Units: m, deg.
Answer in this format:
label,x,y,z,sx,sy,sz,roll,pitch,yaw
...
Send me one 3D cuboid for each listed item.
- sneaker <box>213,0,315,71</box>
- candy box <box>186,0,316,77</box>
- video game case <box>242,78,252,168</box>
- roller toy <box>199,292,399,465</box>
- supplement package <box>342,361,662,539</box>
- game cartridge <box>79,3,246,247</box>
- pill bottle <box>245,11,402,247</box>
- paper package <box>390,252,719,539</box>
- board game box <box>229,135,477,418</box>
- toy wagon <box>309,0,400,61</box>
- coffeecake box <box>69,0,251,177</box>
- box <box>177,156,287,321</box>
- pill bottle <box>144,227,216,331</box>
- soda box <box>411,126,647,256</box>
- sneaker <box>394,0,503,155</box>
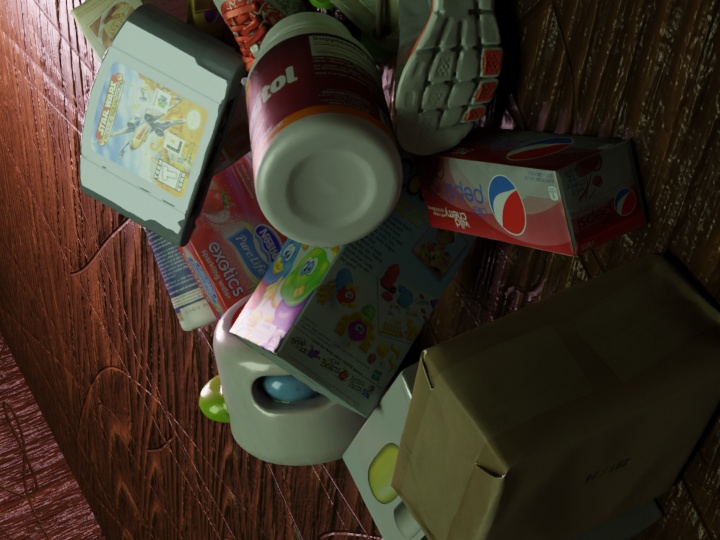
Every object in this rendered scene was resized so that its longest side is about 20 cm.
label,x,y,z,sx,sy,sz,roll,pitch,yaw
sneaker,-0.077,-0.192,1.239,0.201,0.067,0.109,43,-136,-50
candy box,-0.098,-0.267,1.290,0.201,0.115,0.057,98,162,-49
video game case,-0.109,-0.143,1.554,0.200,0.023,0.184,46,148,46
roller toy,-0.049,0.089,1.412,0.181,0.199,0.141,19,126,48
supplement package,0.107,0.175,1.176,0.193,0.146,0.200,61,155,17
game cartridge,-0.190,-0.134,1.323,0.132,0.042,0.202,26,119,7
pill bottle,-0.033,-0.119,1.125,0.201,0.111,0.114,-101,6,-53
paper package,0.137,0.108,0.986,0.104,0.198,0.192,55,155,30
board game box,0.000,0.000,1.176,0.105,0.201,0.103,36,171,-26
toy wagon,-0.021,-0.261,1.156,0.200,0.039,0.156,46,165,17
coffeecake box,-0.181,-0.191,1.411,0.201,0.073,0.154,60,-164,-8
box,-0.131,-0.016,1.560,0.202,0.102,0.095,63,165,-8
pill bottle,-0.197,-0.038,1.726,0.111,0.110,0.202,-18,93,67
soda box,0.118,-0.061,1.048,0.199,0.069,0.064,16,126,62
sneaker,0.062,-0.188,1.062,0.082,0.076,0.202,-126,44,-60
